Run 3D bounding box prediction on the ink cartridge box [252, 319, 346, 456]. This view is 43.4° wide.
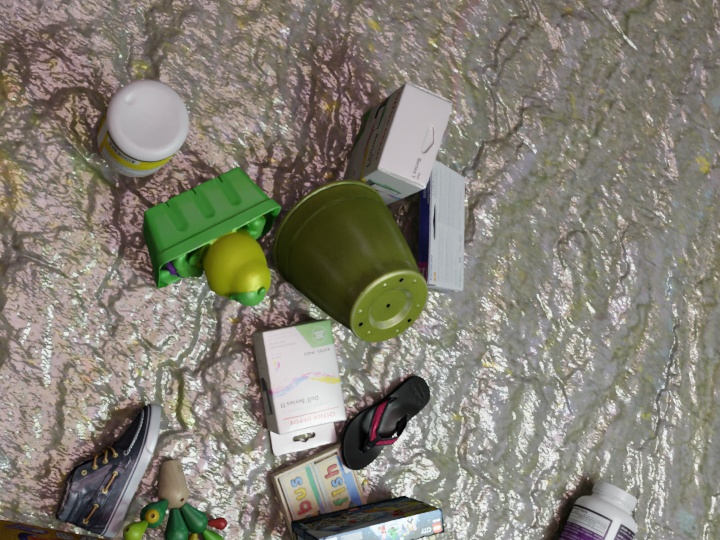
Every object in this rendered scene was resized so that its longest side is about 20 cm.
[{"bbox_3d":[-0.092,0.185,1.413,0.117,0.067,0.201,-10,91,-22],"label":"ink cartridge box"}]

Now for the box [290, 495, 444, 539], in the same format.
[{"bbox_3d":[0.009,0.390,1.377,0.199,0.136,0.038,-7,88,-22],"label":"box"}]

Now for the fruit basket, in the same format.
[{"bbox_3d":[-0.202,-0.027,1.332,0.214,0.156,0.217,4,73,-13],"label":"fruit basket"}]

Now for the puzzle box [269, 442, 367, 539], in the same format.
[{"bbox_3d":[-0.052,0.391,1.441,0.133,0.025,0.201,-21,95,-21],"label":"puzzle box"}]

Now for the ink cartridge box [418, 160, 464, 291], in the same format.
[{"bbox_3d":[0.124,-0.070,1.461,0.043,0.200,0.197,0,86,23],"label":"ink cartridge box"}]

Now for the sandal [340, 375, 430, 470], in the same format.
[{"bbox_3d":[0.045,0.242,1.464,0.200,0.045,0.075,-40,107,-25],"label":"sandal"}]

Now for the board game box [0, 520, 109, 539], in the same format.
[{"bbox_3d":[-0.440,0.458,1.189,0.199,0.200,0.201,17,81,-19],"label":"board game box"}]

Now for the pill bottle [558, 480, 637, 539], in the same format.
[{"bbox_3d":[0.405,0.473,1.571,0.112,0.112,0.201,33,76,-17],"label":"pill bottle"}]

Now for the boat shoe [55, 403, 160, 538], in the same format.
[{"bbox_3d":[-0.360,0.277,1.299,0.091,0.071,0.201,24,81,-23],"label":"boat shoe"}]

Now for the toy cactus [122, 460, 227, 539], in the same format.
[{"bbox_3d":[-0.266,0.357,1.310,0.200,0.102,0.166,18,52,-45],"label":"toy cactus"}]

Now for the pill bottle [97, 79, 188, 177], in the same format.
[{"bbox_3d":[-0.311,-0.193,1.276,0.109,0.200,0.110,1,87,-21],"label":"pill bottle"}]

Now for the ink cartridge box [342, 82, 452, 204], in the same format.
[{"bbox_3d":[0.052,-0.192,1.418,0.084,0.200,0.145,21,79,-15],"label":"ink cartridge box"}]

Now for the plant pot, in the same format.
[{"bbox_3d":[0.000,0.000,1.348,0.200,0.193,0.201,-19,134,-22],"label":"plant pot"}]
